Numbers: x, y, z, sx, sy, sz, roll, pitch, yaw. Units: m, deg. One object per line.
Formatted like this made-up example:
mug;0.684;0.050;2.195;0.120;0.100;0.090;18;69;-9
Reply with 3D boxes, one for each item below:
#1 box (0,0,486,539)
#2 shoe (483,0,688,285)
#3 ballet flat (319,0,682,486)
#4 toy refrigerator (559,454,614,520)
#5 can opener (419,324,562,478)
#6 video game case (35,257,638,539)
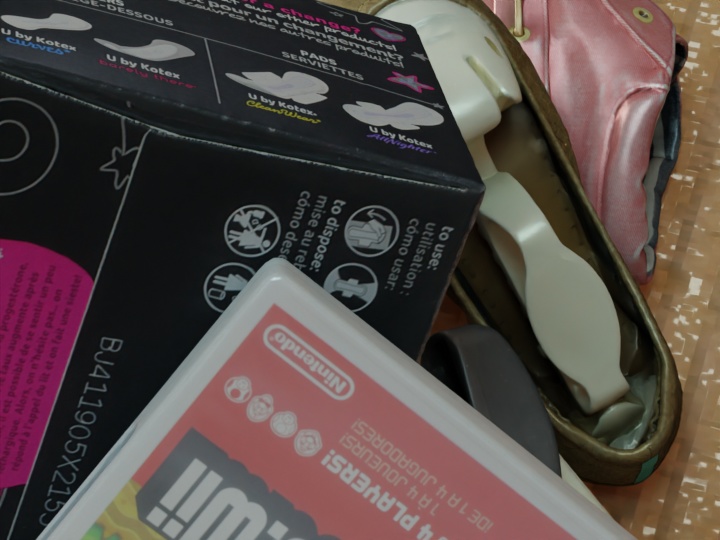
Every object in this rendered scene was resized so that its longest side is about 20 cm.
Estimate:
box;-0.066;0.028;0.733;0.131;0.201;0.115;14;24;-16
shoe;0.065;-0.090;0.937;0.090;0.072;0.201;4;72;11
ballet flat;0.039;-0.022;0.849;0.068;0.072;0.201;-29;95;-5
toy refrigerator;0.062;0.126;0.837;0.076;0.070;0.200;-35;66;-10
can opener;0.000;0.000;0.827;0.067;0.053;0.201;-10;74;-35
video game case;-0.028;0.116;0.684;0.143;0.017;0.200;38;102;-10
